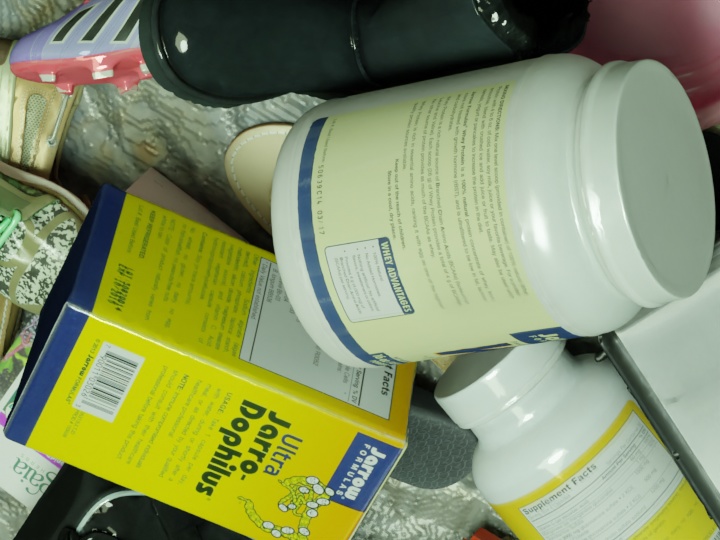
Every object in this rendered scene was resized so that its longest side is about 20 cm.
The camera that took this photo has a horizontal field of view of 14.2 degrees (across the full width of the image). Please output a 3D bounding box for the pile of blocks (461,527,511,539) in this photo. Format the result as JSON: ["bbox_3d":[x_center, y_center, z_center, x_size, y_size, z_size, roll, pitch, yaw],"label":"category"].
[{"bbox_3d":[0.013,0.203,1.750,0.199,0.082,0.062,-21,104,20],"label":"pile of blocks"}]

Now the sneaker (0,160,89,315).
[{"bbox_3d":[-0.230,-0.036,1.647,0.200,0.089,0.077,38,107,8],"label":"sneaker"}]

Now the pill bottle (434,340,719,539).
[{"bbox_3d":[0.135,0.121,1.666,0.112,0.112,0.200,-36,102,23],"label":"pill bottle"}]

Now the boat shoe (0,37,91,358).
[{"bbox_3d":[-0.197,-0.035,1.725,0.076,0.072,0.201,9,112,-2],"label":"boat shoe"}]

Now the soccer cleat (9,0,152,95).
[{"bbox_3d":[-0.106,-0.150,1.657,0.199,0.067,0.077,-10,82,10],"label":"soccer cleat"}]

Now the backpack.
[{"bbox_3d":[-0.106,0.185,1.695,0.199,0.151,0.178,25,116,-19],"label":"backpack"}]

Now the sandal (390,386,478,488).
[{"bbox_3d":[-0.019,0.068,1.704,0.200,0.043,0.076,31,123,-26],"label":"sandal"}]

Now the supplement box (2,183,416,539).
[{"bbox_3d":[-0.078,0.059,1.588,0.199,0.109,0.110,23,127,-9],"label":"supplement box"}]

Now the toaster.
[{"bbox_3d":[0.220,0.065,1.578,0.118,0.181,0.201,-35,80,11],"label":"toaster"}]

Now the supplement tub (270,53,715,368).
[{"bbox_3d":[0.069,-0.032,1.501,0.199,0.145,0.146,-9,108,29],"label":"supplement tub"}]

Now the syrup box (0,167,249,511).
[{"bbox_3d":[-0.158,0.045,1.734,0.079,0.081,0.200,37,113,-1],"label":"syrup box"}]

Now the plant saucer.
[{"bbox_3d":[0.156,-0.174,1.593,0.199,0.051,0.202,5,110,13],"label":"plant saucer"}]

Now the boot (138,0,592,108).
[{"bbox_3d":[0.006,-0.136,1.525,0.168,0.199,0.077,-14,77,44],"label":"boot"}]

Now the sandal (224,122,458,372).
[{"bbox_3d":[0.003,-0.004,1.682,0.211,0.070,0.078,40,114,-3],"label":"sandal"}]

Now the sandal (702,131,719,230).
[{"bbox_3d":[0.118,-0.042,1.641,0.199,0.043,0.077,-15,80,13],"label":"sandal"}]
